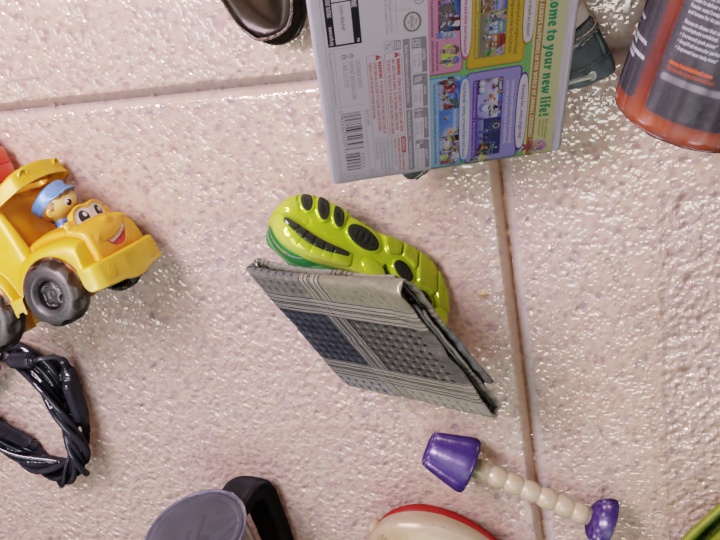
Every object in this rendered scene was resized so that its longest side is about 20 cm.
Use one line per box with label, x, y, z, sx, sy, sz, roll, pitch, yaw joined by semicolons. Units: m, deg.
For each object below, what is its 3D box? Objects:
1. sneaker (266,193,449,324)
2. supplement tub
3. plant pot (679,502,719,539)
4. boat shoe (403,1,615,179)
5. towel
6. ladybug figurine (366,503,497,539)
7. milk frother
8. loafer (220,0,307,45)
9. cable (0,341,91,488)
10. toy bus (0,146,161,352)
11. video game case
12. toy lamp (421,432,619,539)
sneaker;0.000;0.000;0.893;0.199;0.075;0.083;36;157;-16
supplement tub;0.253;-0.190;0.668;0.105;0.107;0.203;17;125;6
plant pot;0.400;0.292;0.876;0.197;0.182;0.201;30;125;-3
boat shoe;0.110;-0.124;0.772;0.199;0.073;0.062;-37;102;26
towel;0.015;0.055;0.867;0.198;0.035;0.193;8;146;43
ladybug figurine;0.095;0.313;1.045;0.199;0.072;0.136;35;123;-7
milk frother;-0.179;0.331;1.073;0.196;0.182;0.190;-10;122;14
loafer;-0.107;-0.262;0.751;0.072;0.072;0.202;-16;115;24
cable;-0.380;0.168;1.109;0.160;0.051;0.203;2;122;15
toy bus;-0.316;-0.041;0.928;0.197;0.136;0.195;-19;98;23
video game case;0.058;-0.145;0.677;0.179;0.022;0.201;-9;143;-1
toy lamp;0.157;0.216;0.977;0.197;0.058;0.059;22;125;3
